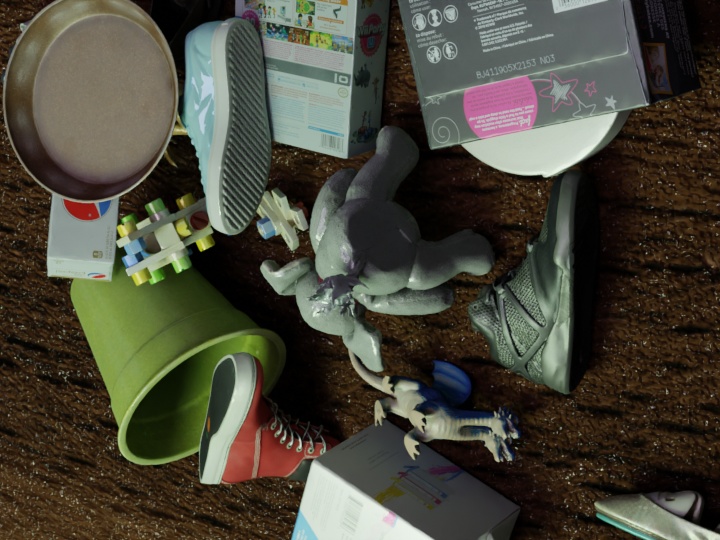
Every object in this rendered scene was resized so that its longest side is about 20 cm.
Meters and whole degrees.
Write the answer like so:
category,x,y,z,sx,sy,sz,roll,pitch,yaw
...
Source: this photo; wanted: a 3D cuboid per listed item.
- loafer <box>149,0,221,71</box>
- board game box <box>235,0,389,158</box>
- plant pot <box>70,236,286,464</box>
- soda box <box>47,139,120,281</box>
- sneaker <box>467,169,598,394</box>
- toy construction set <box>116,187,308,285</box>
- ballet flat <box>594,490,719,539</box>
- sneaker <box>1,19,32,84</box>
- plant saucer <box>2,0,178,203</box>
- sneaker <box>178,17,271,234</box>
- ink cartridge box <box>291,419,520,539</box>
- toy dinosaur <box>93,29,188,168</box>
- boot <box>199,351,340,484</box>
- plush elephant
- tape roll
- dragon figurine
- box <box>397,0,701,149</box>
category,x,y,z,sx,sy,sz,roll,pitch,yaw
loafer,-0.173,-0.291,1.392,0.072,0.071,0.202,24,117,28
board game box,-0.048,-0.222,1.326,0.146,0.064,0.203,17,114,32
plant pot,-0.211,0.066,1.472,0.190,0.199,0.201,51,127,26
soda box,-0.278,-0.094,1.426,0.064,0.067,0.203,124,149,-68
sneaker,0.150,0.004,1.241,0.113,0.076,0.202,14,117,25
toy construction set,-0.154,-0.047,1.399,0.131,0.198,0.093,164,93,-72
ballet flat,0.303,0.226,1.218,0.198,0.067,0.063,23,89,25
sneaker,-0.335,-0.187,1.547,0.129,0.079,0.201,29,142,47
plant saucer,-0.255,-0.167,1.356,0.198,0.034,0.203,1,92,23
sneaker,-0.136,-0.137,1.338,0.081,0.073,0.203,5,94,40
ink cartridge box,0.050,0.264,1.363,0.199,0.125,0.130,31,120,25
toy dinosaur,-0.189,-0.172,1.439,0.198,0.061,0.107,26,128,-6
boot,-0.082,0.151,1.415,0.201,0.142,0.073,108,160,-51
plush elephant,0.000,0.000,1.307,0.165,0.200,0.155,47,148,0
tape roll,0.146,-0.183,1.212,0.201,0.037,0.205,11,110,33
dragon figurine,0.069,0.125,1.349,0.200,0.099,0.060,38,127,44
box,0.150,-0.184,1.114,0.198,0.114,0.134,-8,98,36
